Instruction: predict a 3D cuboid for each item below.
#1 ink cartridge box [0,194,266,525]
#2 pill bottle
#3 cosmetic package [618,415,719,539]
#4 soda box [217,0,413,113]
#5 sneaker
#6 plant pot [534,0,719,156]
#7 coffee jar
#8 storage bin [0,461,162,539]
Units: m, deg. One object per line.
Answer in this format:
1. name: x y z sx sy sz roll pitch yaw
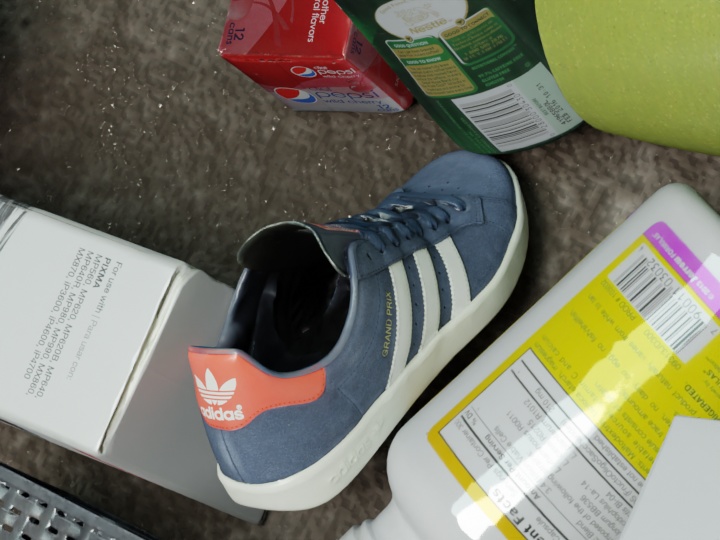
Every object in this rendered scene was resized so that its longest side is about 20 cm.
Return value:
1. ink cartridge box: -0.132 0.023 1.123 0.200 0.144 0.084 19 83 29
2. pill bottle: 0.082 0.068 1.034 0.200 0.104 0.104 -43 61 6
3. cosmetic package: 0.156 0.148 0.917 0.101 0.200 0.071 6 44 25
4. soda box: 0.000 -0.171 1.168 0.063 0.070 0.201 4 75 28
5. sneaker: 0.000 0.000 1.061 0.075 0.085 0.200 -1 38 34
6. plant pot: 0.174 -0.112 1.026 0.200 0.187 0.188 -9 69 35
7. coffee jar: 0.022 -0.137 1.066 0.085 0.200 0.105 -14 53 30
8. storage bin: -0.085 0.154 1.062 0.200 0.135 0.094 22 83 29
